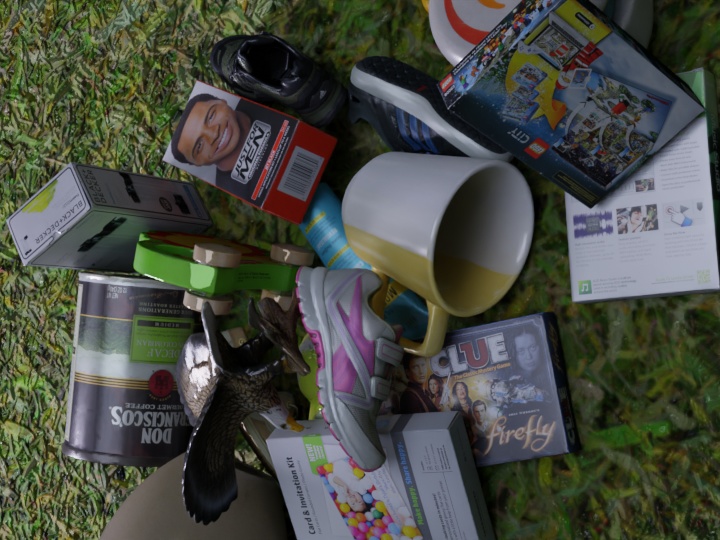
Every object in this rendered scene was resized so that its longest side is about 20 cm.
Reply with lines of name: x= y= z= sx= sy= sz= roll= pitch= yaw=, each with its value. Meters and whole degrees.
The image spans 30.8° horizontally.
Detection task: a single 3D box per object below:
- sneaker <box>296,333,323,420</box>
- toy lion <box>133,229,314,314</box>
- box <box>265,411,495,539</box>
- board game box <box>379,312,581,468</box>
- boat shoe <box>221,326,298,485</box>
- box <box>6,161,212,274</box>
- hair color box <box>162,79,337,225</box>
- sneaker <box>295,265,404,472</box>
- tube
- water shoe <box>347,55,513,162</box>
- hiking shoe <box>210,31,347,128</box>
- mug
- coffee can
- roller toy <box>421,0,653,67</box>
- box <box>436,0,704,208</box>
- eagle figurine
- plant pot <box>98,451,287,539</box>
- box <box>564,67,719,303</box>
sneaker: x=-0.015 y=0.136 z=1.349 sx=0.076 sy=0.105 sz=0.200 roll=6 pitch=120 yaw=16
toy lion: x=-0.162 y=-0.010 z=1.365 sx=0.191 sy=0.200 sz=0.069 roll=16 pitch=99 yaw=31
box: x=0.020 y=0.219 z=1.285 sx=0.200 sy=0.041 sz=0.156 roll=-6 pitch=110 yaw=27
board game box: x=0.105 y=0.125 z=1.278 sx=0.200 sy=0.035 sz=0.136 roll=-14 pitch=82 yaw=28
boat shoe: x=-0.101 y=0.149 z=1.393 sx=0.066 sy=0.074 sz=0.200 roll=-32 pitch=86 yaw=-12
box: x=-0.273 y=-0.054 z=1.440 sx=0.117 sy=0.200 sz=0.060 roll=-36 pitch=69 yaw=26
hair color box: x=-0.121 y=-0.128 z=1.393 sx=0.200 sy=0.061 sz=0.102 roll=26 pitch=93 yaw=48
sneaker: x=0.001 y=0.085 z=1.210 sx=0.088 sy=0.081 sz=0.201 roll=-13 pitch=87 yaw=3
tube: x=0.000 y=0.000 z=1.358 sx=0.077 sy=0.050 sz=0.200 roll=-47 pitch=71 yaw=33
water shoe: x=0.071 y=-0.145 z=1.316 sx=0.200 sy=0.071 sz=0.079 roll=36 pitch=134 yaw=27
hiking shoe: x=-0.101 y=-0.224 z=1.380 sx=0.200 sy=0.101 sz=0.076 roll=27 pitch=78 yaw=41
mug: x=0.053 y=-0.034 z=1.259 sx=0.153 sy=0.149 sz=0.187 roll=21 pitch=69 yaw=41
coffee can: x=-0.248 y=0.107 z=1.447 sx=0.146 sy=0.146 sz=0.201 roll=5 pitch=90 yaw=33
roller toy: x=0.161 y=-0.242 z=1.190 sx=0.182 sy=0.140 sz=0.200 roll=-34 pitch=57 yaw=19
box: x=0.182 y=-0.149 z=1.118 sx=0.137 sy=0.200 sz=0.038 roll=-42 pitch=40 yaw=23
eagle figurine: x=-0.124 y=0.125 z=1.243 sx=0.200 sy=0.152 sz=0.151 roll=-44 pitch=78 yaw=22
plant pot: x=-0.156 y=0.264 z=1.363 sx=0.200 sy=0.200 sz=0.135 roll=22 pitch=86 yaw=31
box: x=0.259 y=-0.074 z=1.200 sx=0.144 sy=0.036 sz=0.201 roll=-6 pitch=85 yaw=32
